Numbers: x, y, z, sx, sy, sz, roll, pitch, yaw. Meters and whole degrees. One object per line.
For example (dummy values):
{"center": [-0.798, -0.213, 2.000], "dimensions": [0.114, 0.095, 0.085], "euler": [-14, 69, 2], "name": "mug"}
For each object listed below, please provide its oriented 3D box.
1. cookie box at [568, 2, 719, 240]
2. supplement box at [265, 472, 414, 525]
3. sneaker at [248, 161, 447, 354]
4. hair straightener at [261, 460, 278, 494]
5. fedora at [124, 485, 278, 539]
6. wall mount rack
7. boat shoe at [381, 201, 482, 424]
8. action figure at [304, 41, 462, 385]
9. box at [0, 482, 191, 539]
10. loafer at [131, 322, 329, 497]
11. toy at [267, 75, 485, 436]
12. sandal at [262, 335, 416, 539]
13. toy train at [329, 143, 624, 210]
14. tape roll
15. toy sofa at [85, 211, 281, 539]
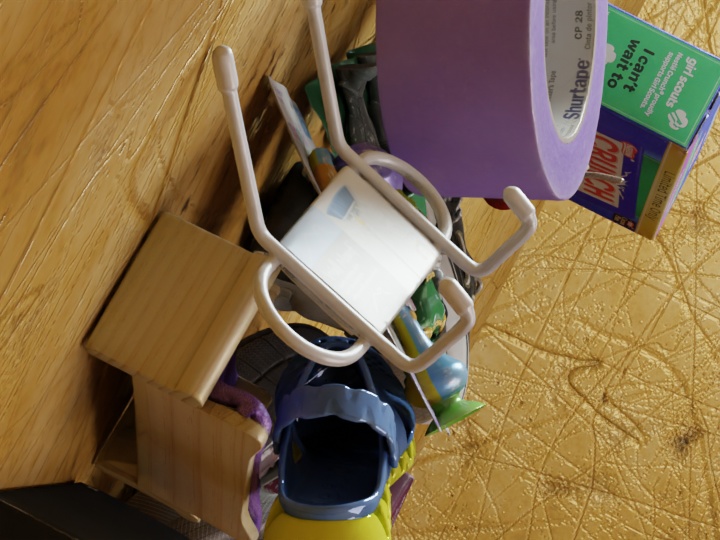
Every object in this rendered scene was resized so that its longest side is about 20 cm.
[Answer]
{"center": [0.129, -0.118, 1.803], "dimensions": [0.075, 0.200, 0.171], "euler": [-61, 172, -18], "name": "cookie box"}
{"center": [-0.071, 0.200, 1.805], "dimensions": [0.200, 0.131, 0.103], "euler": [-58, 173, -34], "name": "supplement box"}
{"center": [0.000, 0.000, 1.639], "dimensions": [0.075, 0.115, 0.200], "euler": [-62, 173, -8], "name": "sneaker"}
{"center": [-0.069, 0.123, 1.705], "dimensions": [0.200, 0.077, 0.041], "euler": [-38, -171, -15], "name": "hair straightener"}
{"center": [-0.076, 0.178, 1.550], "dimensions": [0.177, 0.200, 0.090], "euler": [-58, -141, 21], "name": "fedora"}
{"center": [-0.004, -0.046, 1.325], "dimensions": [0.075, 0.174, 0.200], "euler": [-45, -176, 30], "name": "wall mount rack"}
{"center": [0.046, 0.001, 1.755], "dimensions": [0.072, 0.071, 0.200], "euler": [-23, -113, 41], "name": "boat shoe"}
{"center": [0.022, -0.024, 1.575], "dimensions": [0.118, 0.055, 0.200], "euler": [-34, 117, -57], "name": "action figure"}
{"center": [-0.155, 0.182, 1.336], "dimensions": [0.200, 0.079, 0.141], "euler": [22, 92, -83], "name": "box"}
{"center": [-0.082, 0.102, 1.663], "dimensions": [0.200, 0.072, 0.063], "euler": [-46, 177, -45], "name": "loafer"}
{"center": [0.016, -0.012, 1.446], "dimensions": [0.047, 0.200, 0.115], "euler": [-23, 174, 3], "name": "toy"}
{"center": [-0.009, 0.074, 1.409], "dimensions": [0.200, 0.079, 0.087], "euler": [-94, -175, -69], "name": "sandal"}
{"center": [0.087, -0.104, 1.647], "dimensions": [0.085, 0.200, 0.116], "euler": [43, 59, -48], "name": "toy train"}
{"center": [0.075, -0.138, 1.504], "dimensions": [0.200, 0.085, 0.200], "euler": [3, 90, -73], "name": "tape roll"}
{"center": [-0.075, 0.058, 1.385], "dimensions": [0.083, 0.098, 0.200], "euler": [-61, 172, -21], "name": "toy sofa"}
